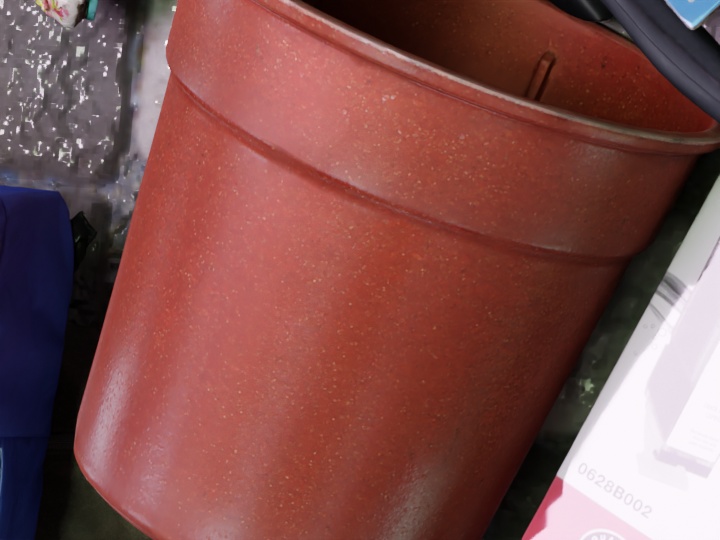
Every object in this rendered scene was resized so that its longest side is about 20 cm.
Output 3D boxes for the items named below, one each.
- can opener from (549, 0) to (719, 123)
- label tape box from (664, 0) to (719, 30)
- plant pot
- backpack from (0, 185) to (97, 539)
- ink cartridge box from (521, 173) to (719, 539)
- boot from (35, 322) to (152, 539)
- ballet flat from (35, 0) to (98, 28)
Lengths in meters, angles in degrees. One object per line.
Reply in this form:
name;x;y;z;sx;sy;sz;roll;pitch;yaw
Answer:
can opener;0.095;-0.110;0.987;0.063;0.079;0.200;-51;42;4
label tape box;0.106;-0.182;0.935;0.144;0.063;0.200;-41;66;7
plant pot;0.000;0.000;1.004;0.201;0.201;0.195;29;107;25
backpack;-0.208;0.063;1.039;0.162;0.168;0.200;7;93;23
ink cartridge box;0.160;0.058;0.971;0.147;0.083;0.200;32;101;25
boot;-0.131;0.036;1.140;0.166;0.072;0.200;-10;80;13
ballet flat;-0.120;-0.195;1.130;0.064;0.076;0.200;9;82;-9
